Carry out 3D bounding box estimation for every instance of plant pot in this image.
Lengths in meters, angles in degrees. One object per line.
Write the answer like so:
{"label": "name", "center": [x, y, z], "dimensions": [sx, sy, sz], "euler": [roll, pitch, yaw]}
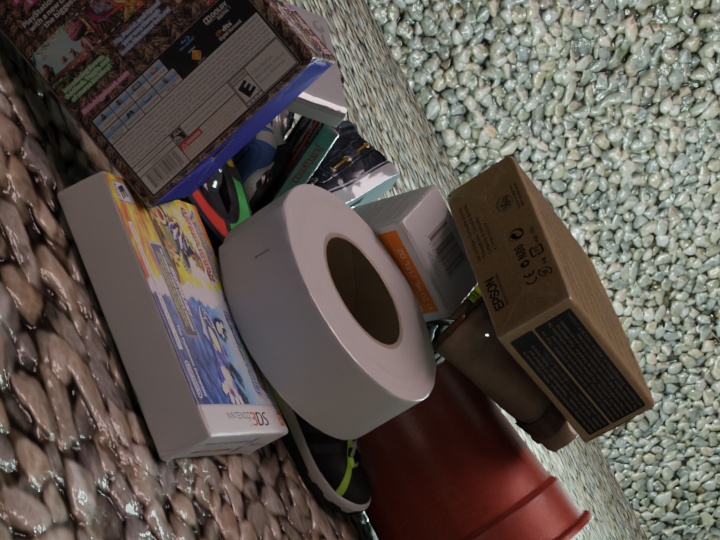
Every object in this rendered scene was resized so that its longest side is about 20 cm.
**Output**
{"label": "plant pot", "center": [0.082, 0.198, 1.383], "dimensions": [0.196, 0.200, 0.201], "euler": [58, 10, 7]}

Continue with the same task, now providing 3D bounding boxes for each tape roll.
{"label": "tape roll", "center": [-0.024, 0.032, 1.195], "dimensions": [0.202, 0.071, 0.203], "euler": [46, 25, -29]}

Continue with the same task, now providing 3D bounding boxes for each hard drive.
{"label": "hard drive", "center": [-0.108, -0.213, 1.353], "dimensions": [0.199, 0.027, 0.133], "euler": [17, 45, -34]}

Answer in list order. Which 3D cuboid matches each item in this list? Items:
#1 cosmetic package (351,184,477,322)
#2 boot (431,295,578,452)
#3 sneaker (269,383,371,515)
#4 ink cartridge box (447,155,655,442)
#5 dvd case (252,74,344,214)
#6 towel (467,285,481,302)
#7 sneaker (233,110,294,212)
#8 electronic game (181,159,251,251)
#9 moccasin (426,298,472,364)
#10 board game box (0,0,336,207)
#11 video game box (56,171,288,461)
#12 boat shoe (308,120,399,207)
{"label": "cosmetic package", "center": [0.000, 0.000, 1.354], "dimensions": [0.071, 0.199, 0.102], "euler": [-46, 113, -44]}
{"label": "boot", "center": [0.136, 0.095, 1.302], "dimensions": [0.146, 0.070, 0.200], "euler": [50, 8, 5]}
{"label": "sneaker", "center": [-0.026, 0.123, 1.278], "dimensions": [0.201, 0.082, 0.072], "euler": [61, 12, -20]}
{"label": "ink cartridge box", "center": [0.163, 0.023, 1.282], "dimensions": [0.165, 0.075, 0.201], "euler": [49, 17, -37]}
{"label": "dvd case", "center": [-0.064, -0.115, 1.493], "dimensions": [0.022, 0.146, 0.200], "euler": [31, 19, -12]}
{"label": "towel", "center": [0.133, 0.030, 1.463], "dimensions": [0.086, 0.018, 0.200], "euler": [36, 6, 0]}
{"label": "sneaker", "center": [-0.116, -0.127, 1.486], "dimensions": [0.077, 0.076, 0.200], "euler": [31, 27, -20]}
{"label": "electronic game", "center": [-0.148, -0.103, 1.311], "dimensions": [0.201, 0.041, 0.200], "euler": [61, 11, -21]}
{"label": "moccasin", "center": [0.078, 0.046, 1.481], "dimensions": [0.078, 0.074, 0.201], "euler": [51, 28, 19]}
{"label": "board game box", "center": [-0.145, -0.174, 1.060], "dimensions": [0.200, 0.159, 0.097], "euler": [50, 11, 0]}
{"label": "video game box", "center": [-0.131, 0.037, 1.075], "dimensions": [0.201, 0.047, 0.182], "euler": [67, 8, 10]}
{"label": "boat shoe", "center": [-0.049, -0.092, 1.577], "dimensions": [0.091, 0.071, 0.200], "euler": [48, 42, 10]}
